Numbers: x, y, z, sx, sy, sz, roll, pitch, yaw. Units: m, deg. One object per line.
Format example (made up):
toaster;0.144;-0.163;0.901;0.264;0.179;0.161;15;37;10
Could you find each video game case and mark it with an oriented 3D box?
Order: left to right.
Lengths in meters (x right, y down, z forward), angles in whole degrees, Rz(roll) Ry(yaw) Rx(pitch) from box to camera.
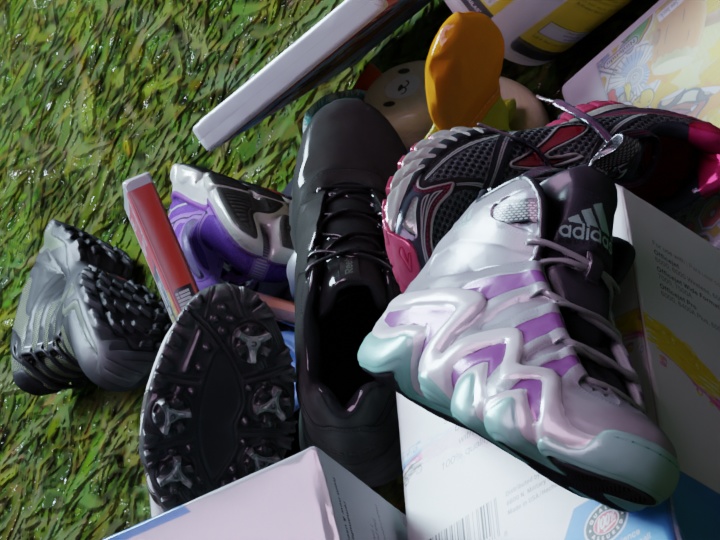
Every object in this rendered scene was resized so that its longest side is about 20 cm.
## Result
video game case;-0.082;0.049;1.412;0.017;0.201;0.143;-23;-2;-6
video game case;-0.002;-0.139;1.515;0.143;0.017;0.200;-37;1;29
video game case;0.193;-0.093;1.331;0.200;0.023;0.182;-41;37;26

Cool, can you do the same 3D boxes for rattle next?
rattle;0.014;-0.105;1.455;0.130;0.143;0.200;-41;40;5

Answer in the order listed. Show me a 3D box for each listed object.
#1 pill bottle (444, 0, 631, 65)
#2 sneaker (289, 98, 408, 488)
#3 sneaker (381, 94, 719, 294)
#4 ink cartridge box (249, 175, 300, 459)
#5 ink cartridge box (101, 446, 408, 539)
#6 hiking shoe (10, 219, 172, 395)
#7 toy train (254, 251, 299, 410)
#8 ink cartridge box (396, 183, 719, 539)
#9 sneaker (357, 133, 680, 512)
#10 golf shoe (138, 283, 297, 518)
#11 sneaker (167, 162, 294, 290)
pill bottle;0.135;-0.207;1.415;0.200;0.112;0.112;-36;39;31
sneaker;0.000;0.000;1.276;0.076;0.091;0.201;-5;64;2
sneaker;0.091;-0.039;1.250;0.075;0.200;0.081;4;113;50
ink cartridge box;-0.002;0.005;1.498;0.200;0.043;0.198;-51;33;11
ink cartridge box;-0.029;0.173;1.190;0.144;0.200;0.085;-24;56;16
hiking shoe;-0.177;0.047;1.685;0.101;0.075;0.200;-61;23;12
toy train;0.027;0.041;1.356;0.199;0.087;0.115;15;81;37
ink cartridge box;0.118;0.098;1.167;0.147;0.144;0.201;-34;41;31
sneaker;0.086;0.009;1.081;0.200;0.078;0.140;27;85;55
golf shoe;-0.076;0.091;1.285;0.095;0.077;0.201;-123;33;-62
sneaker;-0.069;-0.009;1.500;0.200;0.080;0.084;-160;87;-75
